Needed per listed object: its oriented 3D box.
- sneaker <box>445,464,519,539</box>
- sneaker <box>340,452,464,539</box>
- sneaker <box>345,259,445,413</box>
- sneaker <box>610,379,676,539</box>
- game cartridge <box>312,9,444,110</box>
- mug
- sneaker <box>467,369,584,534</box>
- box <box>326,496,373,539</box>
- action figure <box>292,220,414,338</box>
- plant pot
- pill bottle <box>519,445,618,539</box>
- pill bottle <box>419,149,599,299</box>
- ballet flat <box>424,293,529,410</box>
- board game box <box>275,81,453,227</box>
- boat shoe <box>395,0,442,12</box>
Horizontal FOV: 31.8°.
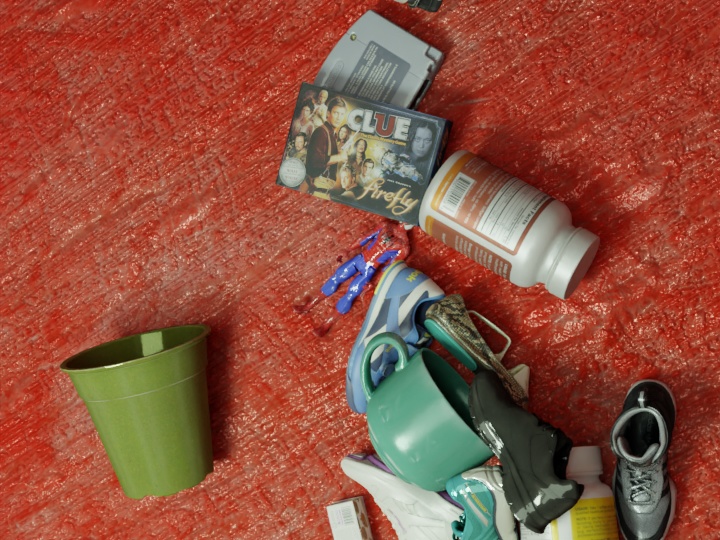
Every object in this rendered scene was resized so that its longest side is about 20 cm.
[{"bbox_3d":[0.148,0.311,1.501,0.079,0.078,0.201,-11,119,6],"label":"sneaker"},{"bbox_3d":[0.054,0.297,1.569,0.199,0.075,0.100,27,98,19],"label":"sneaker"},{"bbox_3d":[0.041,0.092,1.577,0.082,0.074,0.201,23,99,17],"label":"sneaker"},{"bbox_3d":[0.319,0.228,1.448,0.075,0.114,0.202,3,91,21],"label":"sneaker"},{"bbox_3d":[0.004,-0.221,1.611,0.133,0.041,0.201,35,102,21],"label":"game cartridge"},{"bbox_3d":[0.071,0.176,1.524,0.114,0.152,0.185,-41,62,12],"label":"mug"},{"bbox_3d":[0.191,0.193,1.433,0.091,0.076,0.201,-36,59,20],"label":"sneaker"},{"bbox_3d":[0.003,0.390,1.608,0.041,0.039,0.201,-17,84,21],"label":"box"},{"bbox_3d":[0.000,0.000,1.607,0.200,0.052,0.066,-45,72,13],"label":"action figure"},{"bbox_3d":[-0.271,0.188,1.651,0.199,0.200,0.191,-9,100,20],"label":"plant pot"},{"bbox_3d":[0.243,0.309,1.473,0.114,0.114,0.202,-8,79,20],"label":"pill bottle"},{"bbox_3d":[0.178,-0.051,1.504,0.199,0.112,0.113,31,101,17],"label":"pill bottle"},{"bbox_3d":[0.159,0.112,1.533,0.075,0.068,0.200,-36,89,-19],"label":"ballet flat"},{"bbox_3d":[0.003,-0.146,1.575,0.199,0.035,0.136,17,96,20],"label":"board game box"},{"bbox_3d":[0.094,-0.417,1.563,0.060,0.074,0.201,18,78,-20],"label":"boat shoe"}]
